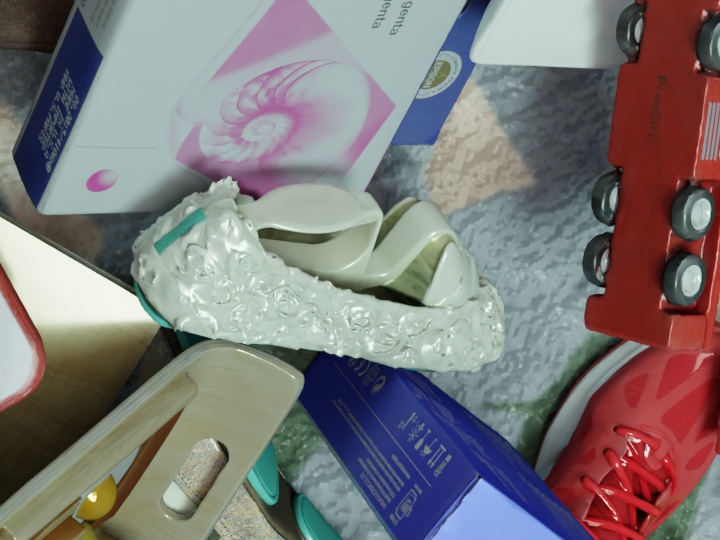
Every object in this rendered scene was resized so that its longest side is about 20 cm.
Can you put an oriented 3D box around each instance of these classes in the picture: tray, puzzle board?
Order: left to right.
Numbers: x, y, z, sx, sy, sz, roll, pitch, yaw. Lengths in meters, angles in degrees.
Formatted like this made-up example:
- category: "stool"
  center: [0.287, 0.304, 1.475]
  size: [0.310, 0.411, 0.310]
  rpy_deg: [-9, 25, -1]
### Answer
- category: "puzzle board"
  center: [-0.194, 0.029, 0.944]
  size: [0.199, 0.017, 0.151]
  rpy_deg: [31, 96, -19]
- category: "tray"
  center: [0.116, -0.161, 0.950]
  size: [0.107, 0.022, 0.200]
  rpy_deg: [-3, 133, -51]

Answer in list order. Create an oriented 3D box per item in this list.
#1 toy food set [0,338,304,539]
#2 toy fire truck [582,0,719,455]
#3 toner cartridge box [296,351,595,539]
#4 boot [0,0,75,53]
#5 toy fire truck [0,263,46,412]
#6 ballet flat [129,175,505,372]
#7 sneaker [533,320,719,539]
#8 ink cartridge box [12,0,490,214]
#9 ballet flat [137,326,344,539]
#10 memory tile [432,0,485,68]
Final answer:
- category: "toy food set"
  center: [-0.104, 0.122, 0.933]
  size: [0.060, 0.200, 0.144]
  rpy_deg: [39, 127, 7]
- category: "toy fire truck"
  center: [0.153, -0.018, 1.021]
  size: [0.141, 0.049, 0.201]
  rpy_deg: [1, 99, -46]
- category: "toner cartridge box"
  center: [0.039, 0.088, 1.000]
  size: [0.095, 0.200, 0.043]
  rpy_deg: [39, 93, -20]
- category: "boot"
  center: [-0.208, -0.155, 0.940]
  size: [0.166, 0.072, 0.201]
  rpy_deg: [-10, 67, -41]
- category: "toy fire truck"
  center: [-0.219, 0.032, 0.873]
  size: [0.199, 0.112, 0.169]
  rpy_deg: [-30, 106, -5]
- category: "ballet flat"
  center: [0.000, 0.000, 0.994]
  size: [0.199, 0.072, 0.072]
  rpy_deg: [5, 105, -47]
- category: "sneaker"
  center: [0.107, 0.114, 1.070]
  size: [0.078, 0.116, 0.200]
  rpy_deg: [38, 93, -20]
- category: "ink cartridge box"
  center: [-0.008, -0.101, 0.942]
  size: [0.199, 0.043, 0.197]
  rpy_deg: [-3, 139, -32]
- category: "ballet flat"
  center: [-0.054, 0.103, 1.054]
  size: [0.067, 0.068, 0.201]
  rpy_deg: [-29, 109, 10]
- category: "memory tile"
  center: [0.023, -0.154, 0.946]
  size: [0.153, 0.017, 0.200]
  rpy_deg: [-39, 147, 15]
